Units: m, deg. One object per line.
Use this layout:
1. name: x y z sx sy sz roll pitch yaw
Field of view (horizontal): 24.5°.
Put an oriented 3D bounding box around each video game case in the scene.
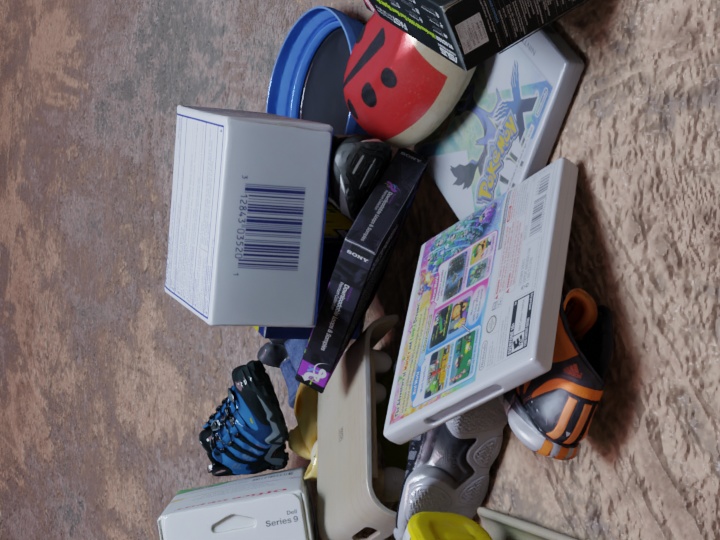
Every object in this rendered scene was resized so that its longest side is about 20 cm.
1. video game case: 0.097 0.025 1.332 0.182 0.024 0.201 -33 35 44
2. video game case: 0.114 -0.139 1.437 0.183 0.022 0.201 -120 39 -47

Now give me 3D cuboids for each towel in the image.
1. towel: 0.045 0.188 1.571 0.086 0.018 0.201 -52 43 50

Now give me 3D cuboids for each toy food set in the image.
1. toy food set: 0.009 0.160 1.584 0.144 0.060 0.201 131 143 -60

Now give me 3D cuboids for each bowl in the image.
1. bowl: -0.039 -0.171 1.720 0.200 0.039 0.202 -19 69 59

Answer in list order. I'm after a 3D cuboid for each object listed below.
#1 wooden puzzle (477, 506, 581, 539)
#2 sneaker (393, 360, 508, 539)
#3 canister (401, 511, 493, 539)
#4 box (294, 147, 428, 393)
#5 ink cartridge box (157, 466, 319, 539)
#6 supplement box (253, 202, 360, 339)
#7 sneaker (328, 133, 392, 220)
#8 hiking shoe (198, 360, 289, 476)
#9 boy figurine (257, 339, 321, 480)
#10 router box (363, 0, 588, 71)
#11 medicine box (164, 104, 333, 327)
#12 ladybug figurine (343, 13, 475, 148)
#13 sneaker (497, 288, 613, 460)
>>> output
1. wooden puzzle: 0.130 0.307 1.357 0.185 0.046 0.202 6 94 64
2. sneaker: 0.068 0.144 1.466 0.114 0.075 0.201 55 131 51
3. canister: 0.058 0.319 1.363 0.149 0.086 0.201 56 132 54
4. box: 0.000 0.000 1.536 0.143 0.036 0.201 -60 -5 -45
5. ink cartridge box: -0.118 0.261 1.670 0.200 0.144 0.088 110 149 -88
6. supplement box: -0.080 -0.016 1.731 0.200 0.108 0.110 40 124 58
7. sneaker: -0.016 -0.093 1.541 0.074 0.079 0.200 -60 -3 -2
8. hiking shoe: -0.122 0.163 1.692 0.200 0.086 0.075 88 162 -58
9. boy figurine: -0.051 0.148 1.720 0.125 0.064 0.201 -62 34 38
10. router box: 0.093 -0.247 1.334 0.200 0.149 0.062 45 164 56
11. medicine box: -0.108 -0.053 1.529 0.200 0.102 0.184 -155 69 -70
12. ladybug figurine: 0.041 -0.188 1.472 0.200 0.071 0.137 -49 39 49
13. sneaker: 0.145 0.053 1.325 0.113 0.077 0.200 -64 34 21
